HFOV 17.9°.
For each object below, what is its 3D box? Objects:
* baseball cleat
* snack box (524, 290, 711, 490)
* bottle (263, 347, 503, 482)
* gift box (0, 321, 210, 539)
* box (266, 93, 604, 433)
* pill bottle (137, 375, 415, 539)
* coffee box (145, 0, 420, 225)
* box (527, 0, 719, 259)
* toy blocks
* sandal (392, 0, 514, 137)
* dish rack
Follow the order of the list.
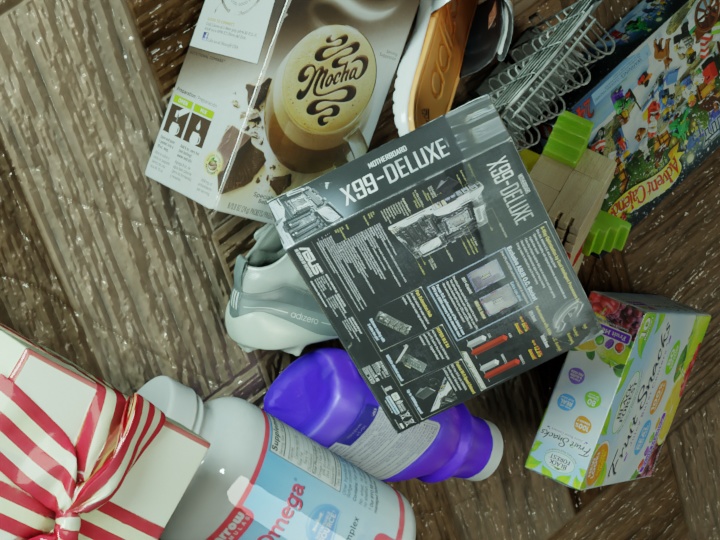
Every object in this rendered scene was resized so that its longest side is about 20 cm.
[{"bbox_3d":[0.000,0.000,1.569,0.200,0.070,0.107,-15,126,-38],"label":"baseball cleat"},{"bbox_3d":[0.201,0.091,1.760,0.200,0.053,0.143,5,104,-67],"label":"snack box"},{"bbox_3d":[0.023,0.111,1.638,0.200,0.065,0.084,19,129,-45],"label":"bottle"},{"bbox_3d":[-0.227,0.123,1.338,0.200,0.187,0.185,26,90,-46],"label":"gift box"},{"bbox_3d":[0.052,0.000,1.480,0.157,0.050,0.200,-27,133,5],"label":"box"},{"bbox_3d":[-0.069,0.153,1.521,0.200,0.109,0.109,32,85,-23],"label":"pill bottle"},{"bbox_3d":[-0.044,-0.133,1.467,0.113,0.080,0.201,13,99,-45],"label":"coffee box"},{"bbox_3d":[0.217,-0.124,1.739,0.200,0.038,0.137,-42,131,-20],"label":"box"},{"bbox_3d":[0.117,0.005,1.623,0.137,0.100,0.200,-57,167,-40],"label":"toy blocks"},{"bbox_3d":[0.073,-0.158,1.522,0.079,0.059,0.207,60,35,-49],"label":"sandal"},{"bbox_3d":[0.109,-0.117,1.550,0.055,0.200,0.154,40,78,-7],"label":"dish rack"}]
